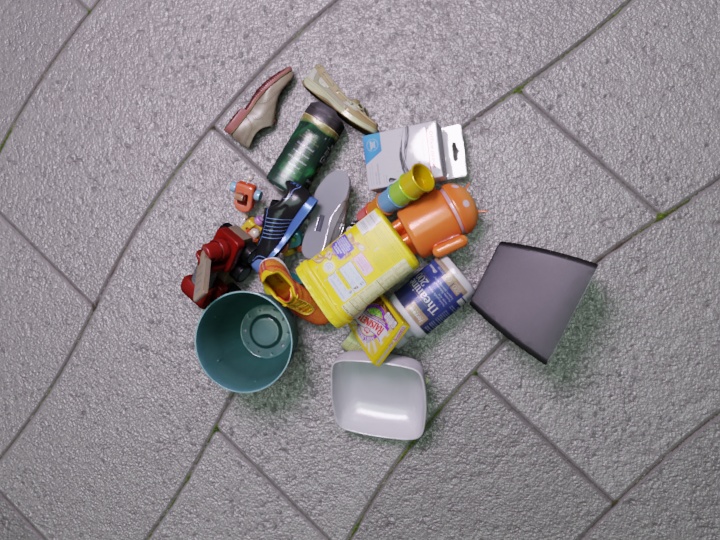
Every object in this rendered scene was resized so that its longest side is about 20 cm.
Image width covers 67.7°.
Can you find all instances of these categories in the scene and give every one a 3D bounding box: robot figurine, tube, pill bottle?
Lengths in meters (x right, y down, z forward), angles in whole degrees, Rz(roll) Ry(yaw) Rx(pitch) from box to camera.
[{"bbox_3d":[0.154,-0.104,1.104,0.199,0.144,0.117,-28,109,5],"label":"robot figurine"},{"bbox_3d":[0.049,0.202,1.157,0.200,0.058,0.052,38,60,0],"label":"tube"},{"bbox_3d":[0.129,0.067,1.112,0.200,0.111,0.111,-40,87,6],"label":"pill bottle"}]

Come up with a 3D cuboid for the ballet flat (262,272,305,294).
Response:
[{"bbox_3d":[-0.117,0.046,1.168,0.198,0.067,0.067,12,115,-1],"label":"ballet flat"}]

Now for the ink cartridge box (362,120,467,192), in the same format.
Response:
[{"bbox_3d":[0.112,-0.237,1.110,0.199,0.067,0.117,-8,89,19],"label":"ink cartridge box"}]

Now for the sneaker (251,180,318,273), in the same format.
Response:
[{"bbox_3d":[-0.172,-0.090,1.095,0.078,0.070,0.200,39,100,-2],"label":"sneaker"}]

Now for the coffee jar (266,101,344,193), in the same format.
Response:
[{"bbox_3d":[-0.113,-0.254,1.137,0.085,0.104,0.201,31,95,2],"label":"coffee jar"}]

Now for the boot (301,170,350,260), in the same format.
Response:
[{"bbox_3d":[-0.062,-0.106,1.143,0.073,0.096,0.201,19,85,22],"label":"boot"}]

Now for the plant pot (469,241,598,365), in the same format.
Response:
[{"bbox_3d":[0.326,0.047,1.056,0.177,0.200,0.201,27,94,16],"label":"plant pot"}]

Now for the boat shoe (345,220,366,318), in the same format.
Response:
[{"bbox_3d":[0.000,0.000,1.132,0.074,0.093,0.202,8,90,13],"label":"boat shoe"}]

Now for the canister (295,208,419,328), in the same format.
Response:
[{"bbox_3d":[-0.004,-0.006,1.042,0.200,0.087,0.149,-37,81,8],"label":"canister"}]

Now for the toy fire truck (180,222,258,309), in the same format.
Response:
[{"bbox_3d":[-0.308,0.014,1.095,0.128,0.200,0.177,39,116,13],"label":"toy fire truck"}]

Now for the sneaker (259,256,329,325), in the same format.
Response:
[{"bbox_3d":[-0.135,0.058,1.089,0.073,0.077,0.200,-38,122,16],"label":"sneaker"}]

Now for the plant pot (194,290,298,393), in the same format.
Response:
[{"bbox_3d":[-0.222,0.138,1.130,0.199,0.161,0.202,0,92,6],"label":"plant pot"}]

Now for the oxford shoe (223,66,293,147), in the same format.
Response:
[{"bbox_3d":[-0.208,-0.358,1.176,0.200,0.070,0.075,-46,113,4],"label":"oxford shoe"}]

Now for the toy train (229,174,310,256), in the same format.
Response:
[{"bbox_3d":[-0.200,-0.107,1.150,0.199,0.056,0.151,23,119,4],"label":"toy train"}]

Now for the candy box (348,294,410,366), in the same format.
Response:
[{"bbox_3d":[0.025,0.098,1.091,0.026,0.200,0.103,28,103,-31],"label":"candy box"}]

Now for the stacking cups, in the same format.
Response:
[{"bbox_3d":[0.064,-0.140,1.089,0.200,0.060,0.061,-34,86,47],"label":"stacking cups"}]

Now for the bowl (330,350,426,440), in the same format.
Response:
[{"bbox_3d":[0.043,0.251,1.117,0.198,0.075,0.201,5,118,13],"label":"bowl"}]

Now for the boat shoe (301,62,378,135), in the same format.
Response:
[{"bbox_3d":[-0.034,-0.362,1.144,0.200,0.073,0.063,40,96,13],"label":"boat shoe"}]
